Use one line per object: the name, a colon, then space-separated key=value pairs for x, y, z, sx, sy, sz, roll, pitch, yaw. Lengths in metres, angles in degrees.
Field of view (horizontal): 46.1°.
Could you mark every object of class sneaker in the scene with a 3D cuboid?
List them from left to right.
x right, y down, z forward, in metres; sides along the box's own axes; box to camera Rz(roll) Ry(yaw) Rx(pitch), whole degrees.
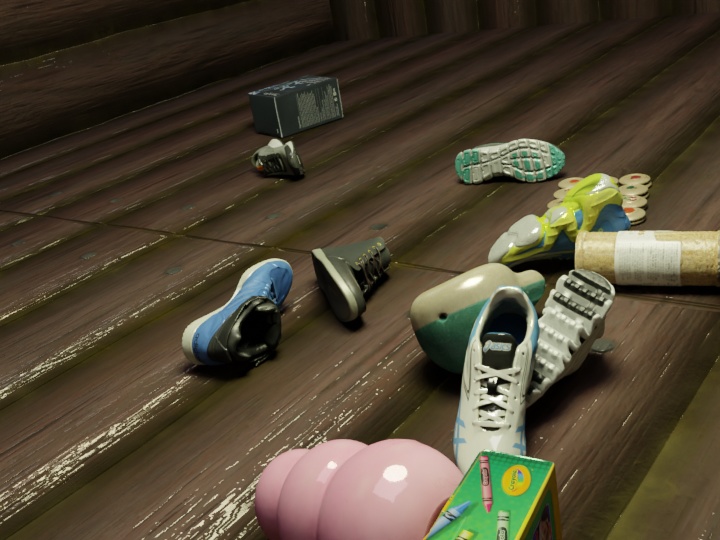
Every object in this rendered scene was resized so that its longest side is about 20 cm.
sneaker: x=-0.123 y=0.052 z=1.064 sx=0.109 sy=0.078 sz=0.199 roll=0 pitch=28 yaw=39
sneaker: x=-0.174 y=-0.229 z=1.792 sx=0.078 sy=0.075 sz=0.199 roll=-28 pitch=20 yaw=-17
sneaker: x=0.000 y=0.000 z=1.137 sx=0.104 sy=0.076 sz=0.200 roll=-16 pitch=22 yaw=-8
sneaker: x=0.120 y=0.105 z=0.763 sx=0.070 sy=0.073 sz=0.204 roll=0 pitch=55 yaw=20
sneaker: x=0.271 y=-0.203 z=1.509 sx=0.196 sy=0.080 sz=0.091 roll=3 pitch=22 yaw=27
sneaker: x=0.183 y=0.091 z=0.851 sx=0.199 sy=0.082 sz=0.075 roll=-39 pitch=52 yaw=-16
sneaker: x=0.268 y=-0.035 z=1.119 sx=0.198 sy=0.105 sz=0.076 roll=-34 pitch=16 yaw=28

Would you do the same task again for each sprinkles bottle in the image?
sprinkles bottle: x=0.360 y=-0.014 z=1.017 sx=0.196 sy=0.070 sz=0.068 roll=1 pitch=24 yaw=27

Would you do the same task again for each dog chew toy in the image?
dog chew toy: x=-0.007 y=0.187 z=0.646 sx=0.197 sy=0.127 sz=0.124 roll=0 pitch=22 yaw=44

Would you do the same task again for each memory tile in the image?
memory tile: x=0.370 y=-0.111 z=1.315 sx=0.150 sy=0.017 sz=0.200 roll=-1 pitch=25 yaw=23

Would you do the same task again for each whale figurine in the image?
whale figurine: x=0.142 y=0.056 z=0.937 sx=0.157 sy=0.106 sz=0.198 roll=-27 pitch=-13 yaw=31

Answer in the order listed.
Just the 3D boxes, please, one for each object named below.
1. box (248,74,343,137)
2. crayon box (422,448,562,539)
box: x=-0.169 y=-0.432 z=2.213 sx=0.197 sy=0.110 sz=0.147 roll=-25 pitch=26 yaw=-29
crayon box: x=0.070 y=0.220 z=0.519 sx=0.057 sy=0.122 sz=0.200 roll=3 pitch=25 yaw=30
